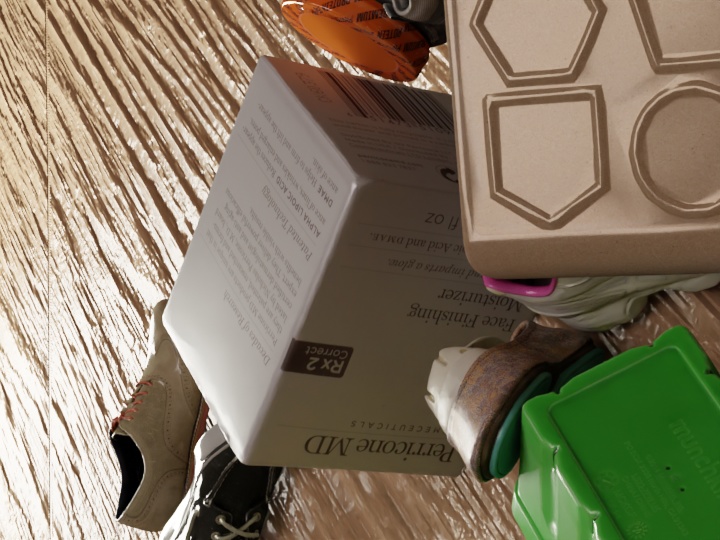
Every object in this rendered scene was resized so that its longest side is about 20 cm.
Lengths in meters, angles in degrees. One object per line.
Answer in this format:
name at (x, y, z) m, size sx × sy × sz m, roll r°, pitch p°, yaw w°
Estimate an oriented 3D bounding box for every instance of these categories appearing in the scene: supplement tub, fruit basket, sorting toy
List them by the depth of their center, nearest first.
fruit basket at (0.161, 0.162, 0.877) m, size 0.217 × 0.155 × 0.216 m, roll 64°, pitch 178°, yaw 5°
sorting toy at (0.132, -0.096, 0.906) m, size 0.184 × 0.036 × 0.202 m, roll -2°, pitch 101°, yaw 30°
supplement tub at (0.037, -0.226, 1.105) m, size 0.122 × 0.122 × 0.201 m, roll 12°, pitch 72°, yaw 59°

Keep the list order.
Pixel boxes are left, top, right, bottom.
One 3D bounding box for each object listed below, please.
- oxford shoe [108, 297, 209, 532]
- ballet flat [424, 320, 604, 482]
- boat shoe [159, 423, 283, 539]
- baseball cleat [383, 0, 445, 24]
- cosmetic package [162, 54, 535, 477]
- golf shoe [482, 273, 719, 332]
oxford shoe at (-0.166, 0.114, 1.465) m, size 0.070 × 0.074 × 0.201 m, roll -29°, pitch 58°, yaw 54°
ballet flat at (0.074, 0.065, 0.963) m, size 0.067 × 0.200 × 0.068 m, roll 23°, pitch 102°, yaw 17°
boat shoe at (-0.097, 0.182, 1.345) m, size 0.201 × 0.070 × 0.064 m, roll 116°, pitch 147°, yaw -42°
baseball cleat at (0.071, -0.215, 0.965) m, size 0.070 × 0.106 × 0.201 m, roll 48°, pitch 130°, yaw 36°
cosmetic package at (0.000, 0.000, 1.124) m, size 0.165 × 0.164 × 0.201 m, roll 53°, pitch 128°, yaw 50°
golf shoe at (0.144, -0.022, 0.960) m, size 0.200 × 0.091 × 0.076 m, roll -38°, pitch 51°, yaw 48°
